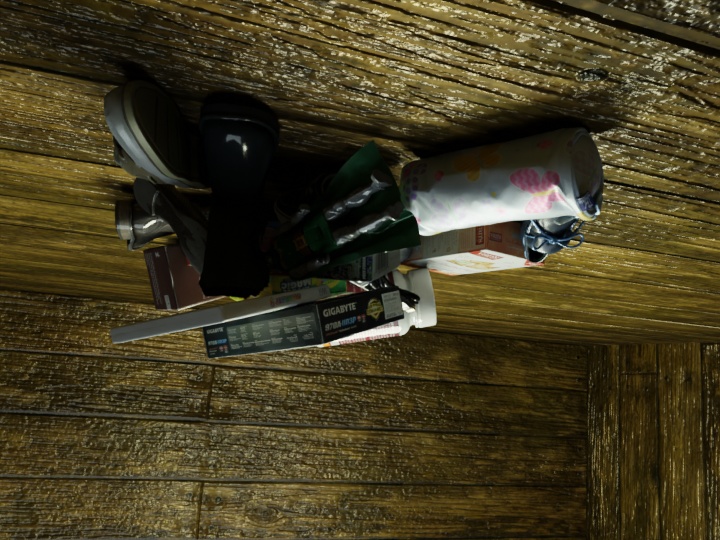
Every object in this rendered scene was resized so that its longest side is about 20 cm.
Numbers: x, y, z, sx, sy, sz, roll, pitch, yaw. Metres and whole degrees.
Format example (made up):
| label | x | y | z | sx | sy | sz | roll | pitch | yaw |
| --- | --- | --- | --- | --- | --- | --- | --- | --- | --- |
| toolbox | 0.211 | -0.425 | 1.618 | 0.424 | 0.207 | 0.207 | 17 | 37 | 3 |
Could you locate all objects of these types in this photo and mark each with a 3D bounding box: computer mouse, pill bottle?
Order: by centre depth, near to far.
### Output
| label | x | y | z | sx | sy | sz | roll | pitch | yaw |
| --- | --- | --- | --- | --- | --- | --- | --- | --- | --- |
| computer mouse | 0.000 | 0.000 | 0.879 | 0.110 | 0.044 | 0.200 | 27 | -179 | -43 |
| pill bottle | 0.018 | 0.056 | 0.975 | 0.200 | 0.114 | 0.114 | -8 | 170 | 1 |

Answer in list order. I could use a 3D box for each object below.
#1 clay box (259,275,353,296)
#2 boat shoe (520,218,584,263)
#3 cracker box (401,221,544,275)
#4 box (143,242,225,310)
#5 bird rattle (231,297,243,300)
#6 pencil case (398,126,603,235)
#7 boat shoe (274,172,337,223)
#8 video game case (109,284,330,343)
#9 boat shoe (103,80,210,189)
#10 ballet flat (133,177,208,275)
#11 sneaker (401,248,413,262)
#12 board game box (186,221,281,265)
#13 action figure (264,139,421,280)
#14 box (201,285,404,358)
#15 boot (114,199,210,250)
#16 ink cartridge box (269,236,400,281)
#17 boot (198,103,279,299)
| label | x | y | z | sx | sy | sz | roll | pitch | yaw |
| --- | --- | --- | --- | --- | --- | --- | --- | --- | --- |
| clay box | -0.105 | 0.010 | 0.861 | 0.115 | 0.048 | 0.200 | -8 | -172 | -32 |
| boat shoe | 0.252 | -0.052 | 0.771 | 0.084 | 0.069 | 0.200 | 2 | 170 | 14 |
| cracker box | 0.170 | -0.035 | 0.943 | 0.134 | 0.058 | 0.200 | 11 | 168 | -35 |
| box | -0.240 | -0.005 | 0.975 | 0.075 | 0.100 | 0.200 | -4 | -172 | 41 |
| bird rattle | -0.322 | -0.019 | 1.248 | 0.200 | 0.113 | 0.163 | 14 | 164 | 26 |
| pencil case | 0.136 | -0.083 | 0.596 | 0.200 | 0.083 | 0.091 | -2 | 146 | 38 |
| boat shoe | -0.035 | -0.087 | 0.718 | 0.200 | 0.072 | 0.068 | 13 | 143 | 39 |
| video game case | -0.140 | 0.044 | 0.641 | 0.143 | 0.018 | 0.200 | -13 | 179 | 26 |
| boat shoe | -0.201 | -0.117 | 0.570 | 0.068 | 0.075 | 0.200 | -2 | 171 | 2 |
| ballet flat | -0.211 | -0.055 | 0.748 | 0.200 | 0.067 | 0.046 | 42 | -146 | 20 |
| sneaker | 0.043 | -0.053 | 0.858 | 0.087 | 0.075 | 0.200 | -8 | 165 | 32 |
| board game box | -0.142 | -0.044 | 0.911 | 0.200 | 0.040 | 0.153 | -7 | 178 | -44 |
| action figure | -0.041 | -0.041 | 0.650 | 0.200 | 0.118 | 0.055 | -27 | 171 | 35 |
| box | -0.070 | 0.064 | 0.735 | 0.200 | 0.046 | 0.159 | -12 | 178 | 38 |
| boot | -0.273 | -0.070 | 0.917 | 0.174 | 0.069 | 0.200 | -2 | 179 | -12 |
| ink cartridge box | -0.059 | -0.024 | 0.754 | 0.200 | 0.050 | 0.109 | 4 | -169 | 21 |
| boot | -0.126 | -0.057 | 0.609 | 0.076 | 0.168 | 0.200 | 3 | 171 | -9 |
